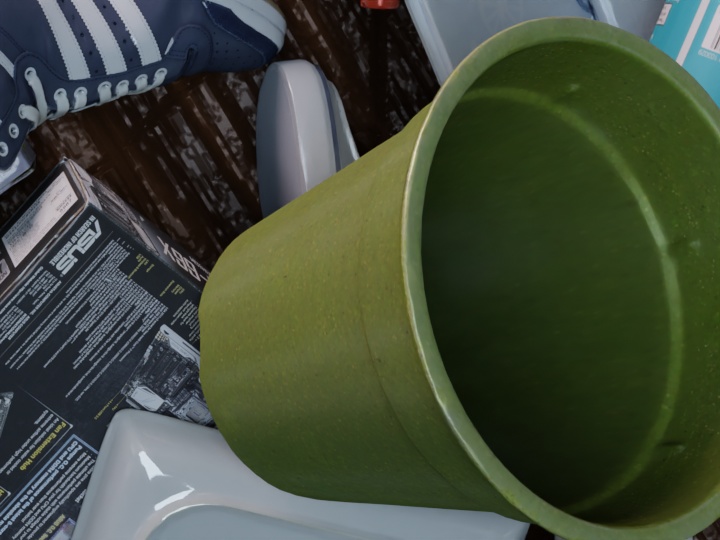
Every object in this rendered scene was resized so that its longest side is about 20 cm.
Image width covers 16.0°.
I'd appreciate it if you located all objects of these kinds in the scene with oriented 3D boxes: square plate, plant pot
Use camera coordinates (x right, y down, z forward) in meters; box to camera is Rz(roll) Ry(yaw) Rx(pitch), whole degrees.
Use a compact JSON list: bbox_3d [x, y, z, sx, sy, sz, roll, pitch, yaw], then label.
[{"bbox_3d":[-0.044,0.174,1.115,0.197,0.028,0.201,15,107,-19],"label":"square plate"},{"bbox_3d":[0.035,0.022,1.017,0.199,0.189,0.202,11,72,-37],"label":"plant pot"}]

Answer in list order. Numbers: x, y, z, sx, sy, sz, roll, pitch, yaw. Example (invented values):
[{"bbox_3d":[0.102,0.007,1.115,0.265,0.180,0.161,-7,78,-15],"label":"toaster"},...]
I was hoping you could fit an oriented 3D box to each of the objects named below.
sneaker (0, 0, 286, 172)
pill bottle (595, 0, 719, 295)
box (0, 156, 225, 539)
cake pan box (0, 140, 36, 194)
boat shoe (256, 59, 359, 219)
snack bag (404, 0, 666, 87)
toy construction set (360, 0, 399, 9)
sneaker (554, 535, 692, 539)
[{"bbox_3d":[-0.125,-0.081,1.093,0.199,0.070,0.109,10,75,-29],"label":"sneaker"},{"bbox_3d":[0.157,-0.039,1.099,0.110,0.111,0.201,23,95,-8],"label":"pill bottle"},{"bbox_3d":[-0.131,0.076,1.095,0.200,0.050,0.158,-48,121,6],"label":"box"},{"bbox_3d":[-0.273,-0.062,1.125,0.200,0.052,0.185,-37,98,0],"label":"cake pan box"},{"bbox_3d":[0.000,0.000,1.157,0.065,0.074,0.201,-14,103,-19],"label":"boat shoe"},{"bbox_3d":[0.083,-0.160,1.102,0.200,0.021,0.190,-35,110,-33],"label":"snack bag"},{"bbox_3d":[-0.012,-0.212,1.113,0.130,0.092,0.202,1,87,-6],"label":"toy construction set"},{"bbox_3d":[0.121,0.085,1.169,0.076,0.081,0.202,-8,98,-3],"label":"sneaker"}]
